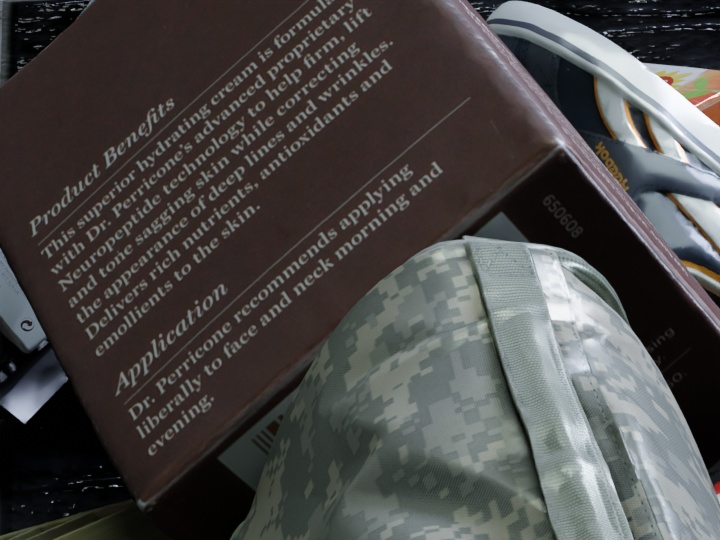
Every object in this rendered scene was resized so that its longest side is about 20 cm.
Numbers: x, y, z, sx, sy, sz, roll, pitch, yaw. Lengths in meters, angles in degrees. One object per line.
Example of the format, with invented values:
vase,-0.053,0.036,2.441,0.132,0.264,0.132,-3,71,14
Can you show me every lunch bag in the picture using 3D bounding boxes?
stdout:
lunch bag,0.038,0.106,0.686,0.138,0.169,0.200,1,32,-9

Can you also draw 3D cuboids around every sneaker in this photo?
sneaker,0.104,-0.026,1.030,0.079,0.079,0.200,-45,62,-11

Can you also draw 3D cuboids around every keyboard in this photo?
keyboard,-0.093,0.003,1.075,0.127,0.021,0.200,-22,19,43

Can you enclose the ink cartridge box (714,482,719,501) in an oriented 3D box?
ink cartridge box,0.168,0.051,1.027,0.160,0.050,0.200,6,21,19

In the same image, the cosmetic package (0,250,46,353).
cosmetic package,-0.101,-0.038,1.092,0.150,0.052,0.200,-38,9,-9

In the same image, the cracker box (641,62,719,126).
cracker box,0.069,-0.046,1.194,0.133,0.058,0.199,-28,23,-28

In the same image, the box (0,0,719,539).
box,0.000,0.000,0.864,0.166,0.164,0.200,-40,44,7

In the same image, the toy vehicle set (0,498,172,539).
toy vehicle set,-0.157,0.120,0.826,0.199,0.027,0.124,-21,1,-41
